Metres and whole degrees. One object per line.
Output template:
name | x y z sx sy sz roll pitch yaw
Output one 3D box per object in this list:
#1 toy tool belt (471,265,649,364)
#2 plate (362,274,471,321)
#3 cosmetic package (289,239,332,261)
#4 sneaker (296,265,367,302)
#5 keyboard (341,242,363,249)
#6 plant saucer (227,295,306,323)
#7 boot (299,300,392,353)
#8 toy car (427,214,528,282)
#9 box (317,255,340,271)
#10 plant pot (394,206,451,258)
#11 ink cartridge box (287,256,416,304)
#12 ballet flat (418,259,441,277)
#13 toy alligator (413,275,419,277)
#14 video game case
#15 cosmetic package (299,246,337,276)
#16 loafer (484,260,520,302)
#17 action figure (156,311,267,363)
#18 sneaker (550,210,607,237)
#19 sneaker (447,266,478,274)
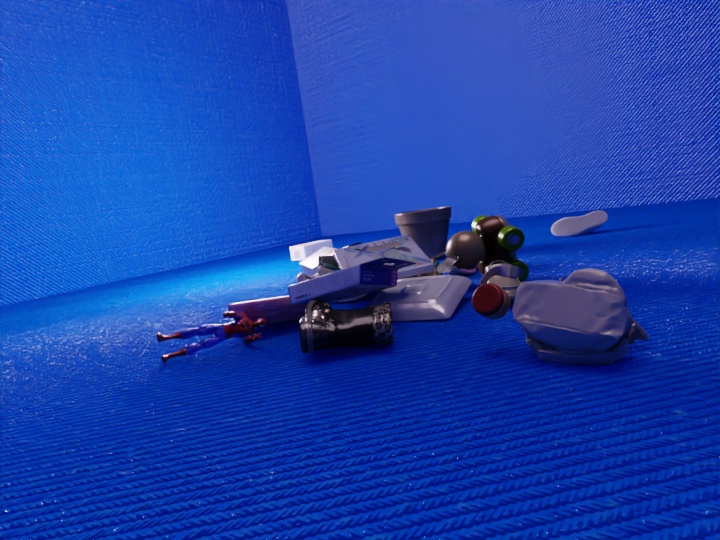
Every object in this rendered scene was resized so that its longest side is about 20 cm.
toy tool belt | 0.263 0.064 0.686 0.199 0.125 0.123 3 -18 43
plate | 0.110 0.051 1.053 0.199 0.032 0.200 -6 16 27
cosmetic package | -0.233 -0.098 2.467 0.101 0.072 0.200 -2 9 39
sneaker | -0.067 0.031 1.263 0.199 0.092 0.076 -7 8 6
keyboard | 0.038 -0.039 1.658 0.104 0.040 0.200 -19 -27 37
plant saucer | -0.177 0.081 1.090 0.199 0.051 0.201 -8 -1 0
boot | -0.020 0.088 0.874 0.150 0.074 0.200 -5 4 3
toy car | 0.257 -0.032 1.196 0.199 0.158 0.164 -17 19 -9
box | 0.000 0.000 1.339 0.199 0.037 0.144 -5 -24 6
plant pot | 0.228 -0.127 1.795 0.199 0.174 0.200 -9 8 1
ink cartridge box | -0.007 0.024 0.999 0.199 0.044 0.196 -16 -8 23
ballet flat | 0.165 0.015 1.238 0.063 0.069 0.200 -13 6 11
toy alligator | 0.116 0.022 1.276 0.059 0.055 0.200 -6 8 18
video game case | 0.049 -0.025 1.212 0.199 0.022 0.182 -12 28 -10
cosmetic package | -0.106 -0.013 1.531 0.101 0.071 0.200 -35 14 -13
loafer | 0.282 0.022 1.043 0.075 0.069 0.200 -7 8 8
action figure | -0.261 0.114 0.940 0.199 0.066 0.099 -13 -8 -28
sneaker | 0.794 -0.156 1.870 0.199 0.074 0.082 -12 -23 8
sneaker | 0.295 -0.043 1.414 0.079 0.096 0.200 -1 12 36
